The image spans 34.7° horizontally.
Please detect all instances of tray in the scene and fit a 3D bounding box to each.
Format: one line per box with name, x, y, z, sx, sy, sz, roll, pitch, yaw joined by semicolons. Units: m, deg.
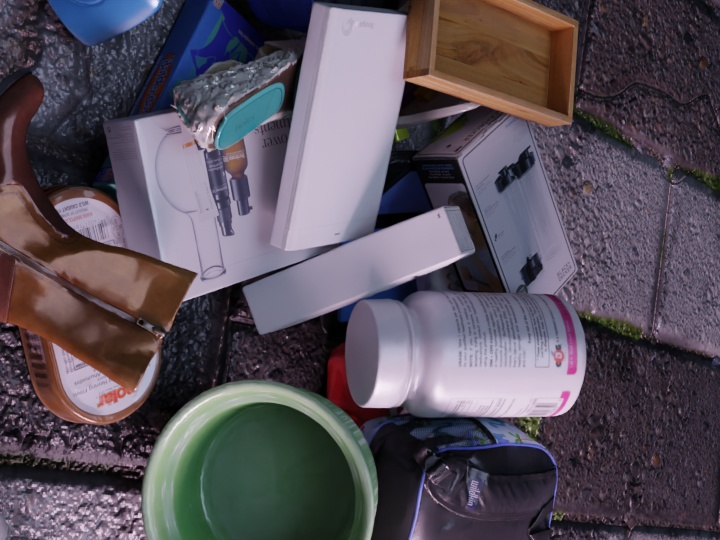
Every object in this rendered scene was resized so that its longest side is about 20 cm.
tray;0.121;-0.199;1.037;0.199;0.037;0.100;9;84;-42

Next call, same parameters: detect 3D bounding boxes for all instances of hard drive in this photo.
hard drive;-0.013;-0.122;0.984;0.131;0.026;0.202;-13;119;-54

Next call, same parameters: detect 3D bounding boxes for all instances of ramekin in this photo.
ramekin;-0.078;0.192;0.990;0.098;0.198;0.202;10;83;-80

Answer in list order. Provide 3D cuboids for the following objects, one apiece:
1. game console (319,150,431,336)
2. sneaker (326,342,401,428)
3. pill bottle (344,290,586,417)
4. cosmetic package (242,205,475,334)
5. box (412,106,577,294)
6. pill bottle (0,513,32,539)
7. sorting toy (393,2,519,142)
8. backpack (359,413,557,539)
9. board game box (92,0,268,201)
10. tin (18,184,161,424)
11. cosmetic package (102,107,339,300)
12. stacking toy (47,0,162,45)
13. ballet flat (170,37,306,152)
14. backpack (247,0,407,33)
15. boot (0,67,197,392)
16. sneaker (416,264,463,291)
game console;0.060;-0.031;1.180;0.199;0.176;0.117;-6;66;-45
sneaker;-0.019;0.180;1.131;0.115;0.078;0.202;-24;107;-43
pill bottle;0.093;0.076;1.050;0.198;0.113;0.115;2;90;-19
cosmetic package;0.000;0.000;1.047;0.051;0.198;0.082;70;15;4
box;0.137;-0.054;1.139;0.117;0.060;0.201;-43;122;-34
pill bottle;-0.267;0.272;0.862;0.111;0.110;0.201;-38;116;-37
sorting toy;0.064;-0.192;1.130;0.107;0.179;0.201;49;59;-33
backpack;0.081;0.220;1.093;0.199;0.147;0.185;2;105;-38
board game box;-0.131;-0.121;1.032;0.152;0.045;0.201;38;66;-39
tin;-0.226;0.029;0.949;0.111;0.042;0.202;-21;106;-38
cosmetic package;-0.112;-0.069;0.987;0.199;0.051;0.152;-21;108;-43
stacking toy;-0.173;-0.280;0.964;0.117;0.109;0.200;62;37;-15
ballet flat;-0.077;-0.159;0.950;0.200;0.071;0.072;-32;113;-46
backpack;-0.038;-0.313;1.014;0.162;0.167;0.202;-29;121;-34
boot;-0.216;-0.032;0.870;0.199;0.068;0.190;24;72;-10
sneaker;0.102;0.035;1.194;0.072;0.084;0.202;-14;124;-38
